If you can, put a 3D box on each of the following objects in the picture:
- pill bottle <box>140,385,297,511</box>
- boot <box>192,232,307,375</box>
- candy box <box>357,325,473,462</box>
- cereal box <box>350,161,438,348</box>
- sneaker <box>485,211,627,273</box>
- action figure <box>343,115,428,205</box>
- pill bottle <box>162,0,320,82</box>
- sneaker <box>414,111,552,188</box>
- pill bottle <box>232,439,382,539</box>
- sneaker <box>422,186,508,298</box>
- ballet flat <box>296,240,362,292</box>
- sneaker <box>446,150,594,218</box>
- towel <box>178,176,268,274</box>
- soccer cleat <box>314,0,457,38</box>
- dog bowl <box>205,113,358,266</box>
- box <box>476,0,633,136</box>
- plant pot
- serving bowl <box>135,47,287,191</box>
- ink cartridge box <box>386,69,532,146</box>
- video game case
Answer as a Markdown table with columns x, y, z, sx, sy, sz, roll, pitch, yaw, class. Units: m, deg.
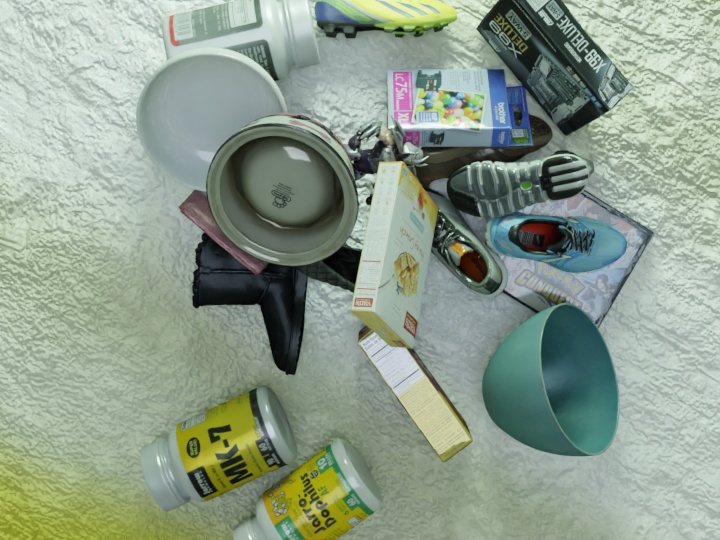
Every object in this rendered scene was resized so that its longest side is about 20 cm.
| x | y | z | sx | sy | sz | roll | pitch | yaw | class |
| --- | --- | --- | --- | --- | --- | --- | --- | --- | --- |
| -0.197 | 0.251 | 1.458 | 0.197 | 0.114 | 0.116 | -25 | 94 | 3 | pill bottle |
| -0.155 | 0.039 | 1.462 | 0.159 | 0.073 | 0.202 | 5 | 87 | -2 | boot |
| 0.074 | 0.157 | 1.446 | 0.056 | 0.117 | 0.201 | -34 | 93 | 3 | candy box |
| 0.047 | -0.017 | 1.339 | 0.039 | 0.144 | 0.203 | 2 | 70 | 24 | cereal box |
| 0.271 | -0.035 | 1.408 | 0.196 | 0.090 | 0.080 | 4 | 95 | -14 | sneaker |
| -0.004 | -0.142 | 1.388 | 0.196 | 0.070 | 0.132 | -2 | 126 | 18 | action figure |
| -0.159 | -0.306 | 1.414 | 0.196 | 0.114 | 0.116 | -12 | 94 | 2 | pill bottle |
| 0.167 | -0.165 | 1.451 | 0.196 | 0.071 | 0.076 | -9 | 137 | -8 | sneaker |
| -0.076 | 0.337 | 1.463 | 0.199 | 0.113 | 0.114 | -35 | 93 | 4 | pill bottle |
| 0.124 | -0.046 | 1.438 | 0.200 | 0.079 | 0.074 | 45 | 99 | 14 | sneaker |
| 0.000 | 0.000 | 1.442 | 0.197 | 0.057 | 0.068 | 12 | 80 | -23 | ballet flat |
| 0.223 | -0.120 | 1.413 | 0.197 | 0.115 | 0.076 | -3 | 102 | 28 | sneaker |
| -0.134 | -0.112 | 1.442 | 0.144 | 0.023 | 0.201 | 39 | 73 | 1 | towel |
| 0.035 | -0.364 | 1.432 | 0.196 | 0.065 | 0.085 | 0 | 92 | 1 | soccer cleat |
| -0.094 | -0.110 | 1.337 | 0.196 | 0.074 | 0.203 | 5 | 124 | 7 | dog bowl |
| 0.252 | -0.284 | 1.386 | 0.050 | 0.158 | 0.201 | -41 | 94 | -11 | box |
| 0.245 | 0.160 | 1.423 | 0.133 | 0.199 | 0.203 | -19 | 95 | 39 | plant pot |
| -0.190 | -0.205 | 1.369 | 0.196 | 0.066 | 0.203 | 0 | 126 | 0 | serving bowl |
| 0.133 | -0.222 | 1.421 | 0.196 | 0.042 | 0.121 | 1 | 52 | -1 | ink cartridge box |
| 0.283 | -0.026 | 1.474 | 0.198 | 0.026 | 0.183 | 30 | 94 | -1 | video game case |
